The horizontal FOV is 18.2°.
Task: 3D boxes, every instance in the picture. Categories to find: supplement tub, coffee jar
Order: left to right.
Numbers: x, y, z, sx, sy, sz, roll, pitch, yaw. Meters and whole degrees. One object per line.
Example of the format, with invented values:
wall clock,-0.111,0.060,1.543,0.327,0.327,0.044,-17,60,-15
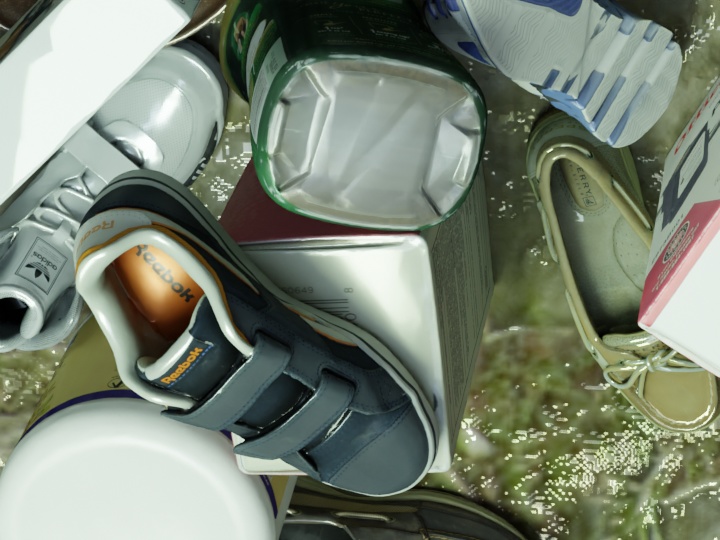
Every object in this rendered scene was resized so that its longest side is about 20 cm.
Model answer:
supplement tub,-0.103,0.092,1.201,0.145,0.200,0.146,3,116,7
coffee jar,-0.010,-0.092,1.074,0.104,0.200,0.086,9,111,-13

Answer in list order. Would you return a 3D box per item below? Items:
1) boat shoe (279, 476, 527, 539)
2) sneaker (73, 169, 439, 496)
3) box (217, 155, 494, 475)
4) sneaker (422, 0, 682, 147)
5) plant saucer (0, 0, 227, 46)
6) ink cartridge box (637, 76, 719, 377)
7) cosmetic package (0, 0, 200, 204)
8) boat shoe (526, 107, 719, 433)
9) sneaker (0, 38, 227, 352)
boat shoe,0.002,0.168,1.294,0.199,0.073,0.075,10,117,4
sneaker,-0.052,0.044,1.015,0.200,0.079,0.078,40,116,-9
box,0.000,0.000,1.140,0.108,0.200,0.128,-2,115,11
sneaker,0.067,-0.134,1.099,0.115,0.199,0.081,31,86,36
plant saucer,-0.137,-0.209,1.151,0.199,0.037,0.201,4,117,8
ink cartridge box,0.210,-0.050,1.085,0.084,0.200,0.145,30,117,-3
cosmetic package,-0.150,-0.101,1.102,0.052,0.151,0.200,44,114,-12
boat shoe,0.142,0.009,1.200,0.073,0.063,0.201,-16,112,16
sneaker,-0.145,-0.030,1.195,0.075,0.115,0.200,38,115,-11
